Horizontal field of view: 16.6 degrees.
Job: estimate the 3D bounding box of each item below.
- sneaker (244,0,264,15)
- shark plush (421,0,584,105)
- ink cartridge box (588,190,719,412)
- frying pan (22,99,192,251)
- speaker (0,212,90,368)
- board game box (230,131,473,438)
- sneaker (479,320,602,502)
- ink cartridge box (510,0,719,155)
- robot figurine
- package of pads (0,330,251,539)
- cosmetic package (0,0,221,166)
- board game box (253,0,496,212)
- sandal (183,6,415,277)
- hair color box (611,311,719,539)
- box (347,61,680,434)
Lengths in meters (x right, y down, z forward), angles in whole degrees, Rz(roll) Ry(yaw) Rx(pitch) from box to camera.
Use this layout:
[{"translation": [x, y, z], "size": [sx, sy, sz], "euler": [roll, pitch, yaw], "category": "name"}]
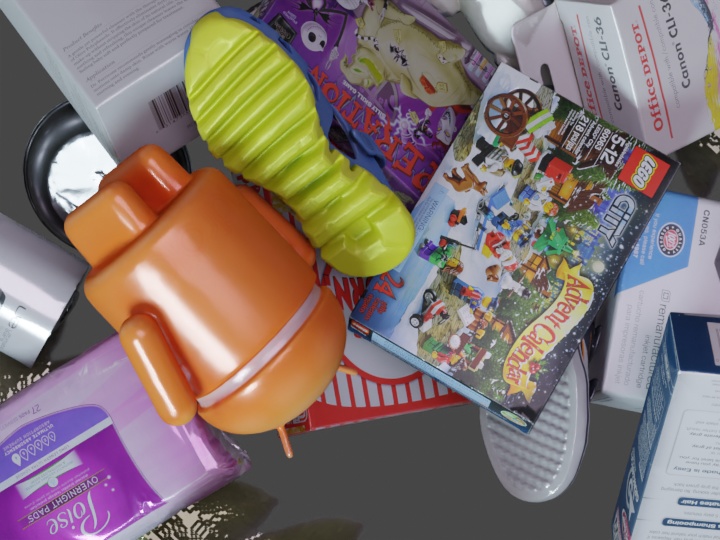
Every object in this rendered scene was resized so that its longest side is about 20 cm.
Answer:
[{"translation": [-0.042, -0.147, 1.661], "size": [0.199, 0.077, 0.085], "euler": [-33, 95, -11], "category": "sneaker"}, {"translation": [0.121, -0.179, 1.687], "size": [0.200, 0.083, 0.091], "euler": [42, 114, -9], "category": "shark plush"}, {"translation": [0.260, 0.034, 1.683], "size": [0.199, 0.084, 0.146], "euler": [11, 83, -8], "category": "ink cartridge box"}, {"translation": [-0.133, -0.070, 1.626], "size": [0.189, 0.031, 0.116], "euler": [-14, 108, 10], "category": "frying pan"}, {"translation": [-0.277, -0.018, 1.606], "size": [0.199, 0.081, 0.082], "euler": [31, 80, -5], "category": "speaker"}, {"translation": [0.000, 0.000, 1.638], "size": [0.151, 0.046, 0.201], "euler": [-8, 86, -34], "category": "board game box"}, {"translation": [0.123, 0.057, 1.644], "size": [0.078, 0.079, 0.201], "euler": [-13, 72, 28], "category": "sneaker"}, {"translation": [0.205, -0.148, 1.661], "size": [0.199, 0.067, 0.117], "euler": [-27, 111, -26], "category": "ink cartridge box"}, {"translation": [-0.090, 0.019, 1.512], "size": [0.117, 0.144, 0.200], "euler": [-41, 101, 11], "category": "robot figurine"}, {"translation": [-0.182, 0.126, 1.584], "size": [0.199, 0.076, 0.121], "euler": [-32, 86, 6], "category": "package of pads"}, {"translation": [-0.165, -0.171, 1.591], "size": [0.107, 0.085, 0.200], "euler": [-32, 57, -9], "category": "cosmetic package"}, {"translation": [0.019, -0.127, 1.631], "size": [0.200, 0.032, 0.120], "euler": [42, 65, -21], "category": "board game box"}, {"translation": [-0.042, -0.086, 1.541], "size": [0.079, 0.087, 0.200], "euler": [-29, 119, 15], "category": "sandal"}, {"translation": [0.231, 0.123, 1.617], "size": [0.099, 0.201, 0.061], "euler": [5, 40, -5], "category": "hair color box"}, {"translation": [0.099, -0.016, 1.591], "size": [0.136, 0.038, 0.201], "euler": [29, 76, 6], "category": "box"}]
